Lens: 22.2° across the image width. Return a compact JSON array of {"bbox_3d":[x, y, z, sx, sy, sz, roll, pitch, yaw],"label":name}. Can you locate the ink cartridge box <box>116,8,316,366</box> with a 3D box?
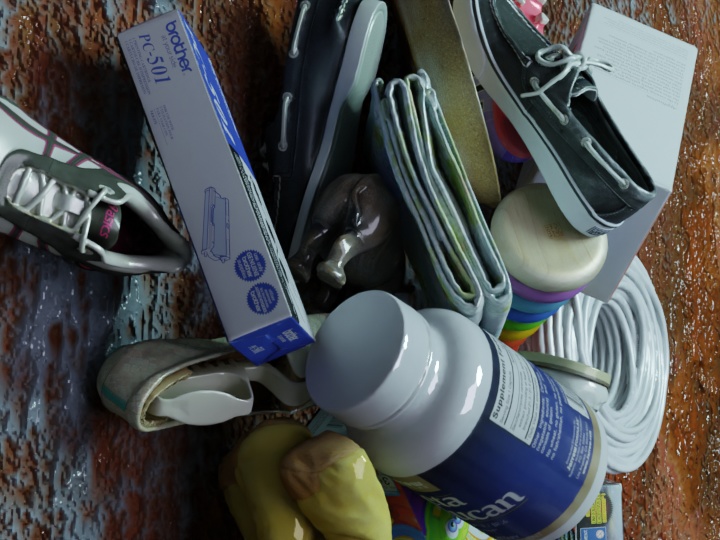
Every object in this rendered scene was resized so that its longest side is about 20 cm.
[{"bbox_3d":[-0.086,-0.048,1.108,0.094,0.044,0.201,58,10,-77],"label":"ink cartridge box"}]

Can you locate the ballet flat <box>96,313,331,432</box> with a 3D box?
[{"bbox_3d":[-0.069,0.072,1.158,0.199,0.062,0.068,-8,120,-31],"label":"ballet flat"}]

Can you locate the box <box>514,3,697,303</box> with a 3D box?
[{"bbox_3d":[0.187,-0.095,1.438,0.200,0.097,0.125,-69,-178,-49],"label":"box"}]

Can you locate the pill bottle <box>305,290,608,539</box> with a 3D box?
[{"bbox_3d":[0.060,0.092,1.173,0.200,0.111,0.112,34,62,-38],"label":"pill bottle"}]

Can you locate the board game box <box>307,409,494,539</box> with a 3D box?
[{"bbox_3d":[0.044,0.183,1.315,0.105,0.103,0.201,-50,127,-40],"label":"board game box"}]

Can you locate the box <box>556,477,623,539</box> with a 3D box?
[{"bbox_3d":[0.155,0.219,1.406,0.040,0.200,0.138,-2,91,-10],"label":"box"}]

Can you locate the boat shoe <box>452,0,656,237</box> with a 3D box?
[{"bbox_3d":[0.137,-0.123,1.274,0.073,0.068,0.200,-12,72,-49],"label":"boat shoe"}]

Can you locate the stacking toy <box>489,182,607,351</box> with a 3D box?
[{"bbox_3d":[0.114,0.020,1.366,0.200,0.085,0.086,113,3,-58],"label":"stacking toy"}]

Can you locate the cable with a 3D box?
[{"bbox_3d":[0.191,0.069,1.534,0.200,0.069,0.201,21,68,-54],"label":"cable"}]

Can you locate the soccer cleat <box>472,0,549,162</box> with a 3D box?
[{"bbox_3d":[0.104,-0.144,1.379,0.067,0.076,0.201,33,40,-29],"label":"soccer cleat"}]

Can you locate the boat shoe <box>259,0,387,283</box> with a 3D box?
[{"bbox_3d":[-0.035,-0.094,1.253,0.076,0.060,0.201,-3,110,-75],"label":"boat shoe"}]

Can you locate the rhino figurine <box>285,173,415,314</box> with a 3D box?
[{"bbox_3d":[0.000,0.000,1.263,0.088,0.060,0.200,-60,163,-17],"label":"rhino figurine"}]

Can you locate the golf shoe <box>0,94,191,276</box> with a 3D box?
[{"bbox_3d":[-0.178,-0.048,1.035,0.200,0.088,0.078,22,88,-49],"label":"golf shoe"}]

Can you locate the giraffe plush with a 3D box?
[{"bbox_3d":[-0.055,0.213,1.145,0.162,0.173,0.200,-35,86,-26],"label":"giraffe plush"}]

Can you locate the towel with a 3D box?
[{"bbox_3d":[0.050,-0.033,1.257,0.200,0.048,0.172,86,-16,-78],"label":"towel"}]

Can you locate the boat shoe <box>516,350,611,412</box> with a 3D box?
[{"bbox_3d":[0.112,0.103,1.335,0.074,0.200,0.069,23,74,-21],"label":"boat shoe"}]

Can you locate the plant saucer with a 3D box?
[{"bbox_3d":[0.058,-0.136,1.333,0.200,0.035,0.201,-17,90,-89],"label":"plant saucer"}]
